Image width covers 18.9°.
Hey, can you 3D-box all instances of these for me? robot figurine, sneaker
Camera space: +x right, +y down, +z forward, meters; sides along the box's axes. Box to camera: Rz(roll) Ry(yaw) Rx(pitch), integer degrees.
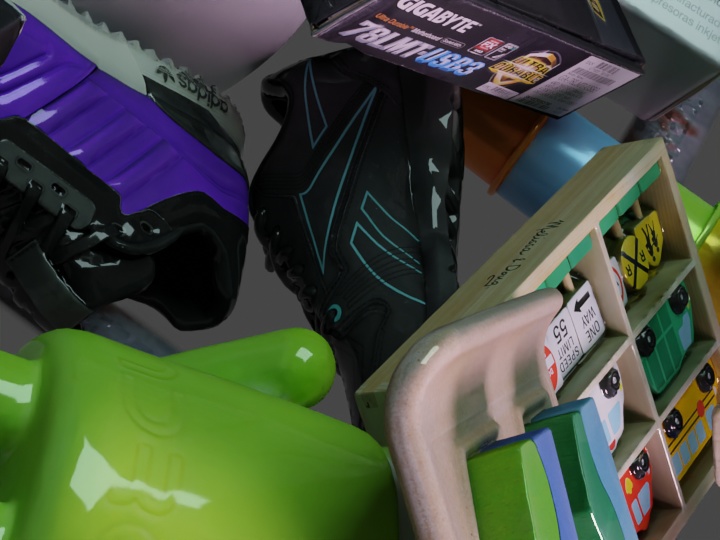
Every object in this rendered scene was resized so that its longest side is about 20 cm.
[{"bbox_3d":[-0.048,0.088,0.607,0.199,0.116,0.176,21,49,-22],"label":"robot figurine"},{"bbox_3d":[-0.106,-0.031,0.697,0.200,0.069,0.100,20,51,-43],"label":"sneaker"},{"bbox_3d":[0.000,0.000,0.784,0.079,0.076,0.201,-2,54,2],"label":"sneaker"}]

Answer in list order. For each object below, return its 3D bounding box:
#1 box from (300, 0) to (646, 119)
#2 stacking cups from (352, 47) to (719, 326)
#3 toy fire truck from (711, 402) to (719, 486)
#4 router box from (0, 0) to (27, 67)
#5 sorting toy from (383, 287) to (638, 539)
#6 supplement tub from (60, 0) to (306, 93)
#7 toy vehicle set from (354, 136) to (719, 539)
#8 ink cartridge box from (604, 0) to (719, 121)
[{"bbox_3d":[0.016,-0.164,0.790,0.198,0.050,0.201,12,54,-62],"label":"box"},{"bbox_3d":[0.082,-0.037,0.875,0.200,0.061,0.061,35,39,1],"label":"stacking cups"},{"bbox_3d":[0.170,0.068,0.738,0.141,0.200,0.049,40,7,6],"label":"toy fire truck"},{"bbox_3d":[-0.189,0.000,0.565,0.062,0.150,0.200,40,39,4],"label":"router box"},{"bbox_3d":[0.061,0.107,0.607,0.185,0.036,0.201,-13,90,-75],"label":"sorting toy"},{"bbox_3d":[-0.110,-0.167,0.802,0.132,0.132,0.200,-8,57,-40],"label":"supplement tub"},{"bbox_3d":[0.074,0.050,0.753,0.200,0.026,0.125,-43,118,-50],"label":"toy vehicle set"},{"bbox_3d":[0.125,-0.194,0.967,0.146,0.084,0.201,30,70,-9],"label":"ink cartridge box"}]
